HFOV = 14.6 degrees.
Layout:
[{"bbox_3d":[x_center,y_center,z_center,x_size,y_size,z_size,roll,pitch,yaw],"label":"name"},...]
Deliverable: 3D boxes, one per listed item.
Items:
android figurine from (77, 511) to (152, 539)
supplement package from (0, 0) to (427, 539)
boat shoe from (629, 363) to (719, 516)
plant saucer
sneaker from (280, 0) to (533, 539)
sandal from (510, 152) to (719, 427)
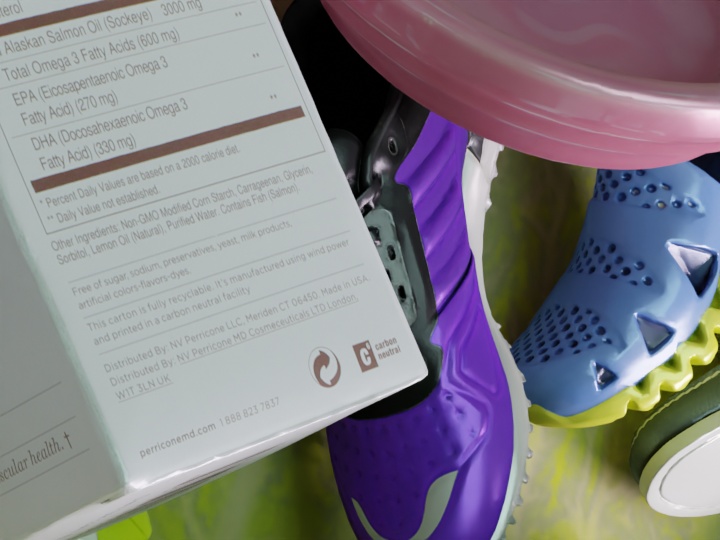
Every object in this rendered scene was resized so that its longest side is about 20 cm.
[{"bbox_3d":[-0.128,0.098,0.807,0.182,0.041,0.200,53,56,-26],"label":"android figurine"},{"bbox_3d":[-0.091,-0.031,0.766,0.117,0.117,0.201,-19,83,-43],"label":"supplement package"},{"bbox_3d":[0.166,0.033,1.085,0.199,0.073,0.062,-25,60,-34],"label":"boat shoe"},{"bbox_3d":[0.061,-0.100,0.898,0.199,0.051,0.201,15,38,-12],"label":"plant saucer"},{"bbox_3d":[0.000,0.000,0.902,0.099,0.069,0.201,18,65,-55],"label":"sneaker"},{"bbox_3d":[0.108,-0.030,1.003,0.087,0.079,0.200,50,63,-26],"label":"sandal"}]
